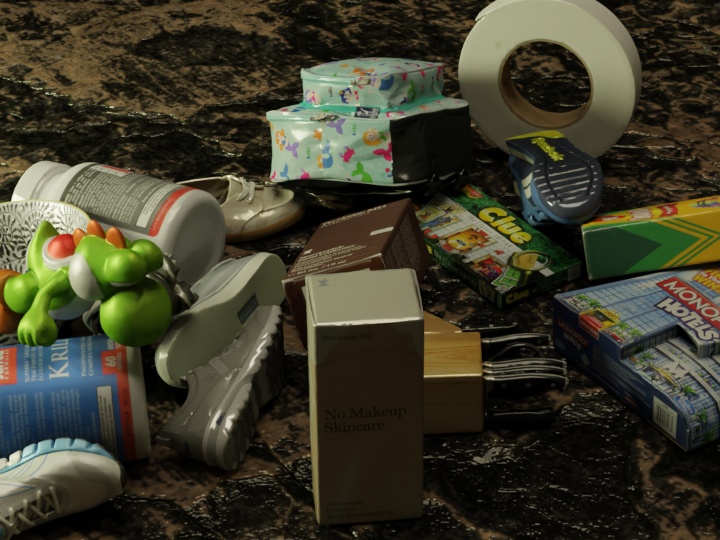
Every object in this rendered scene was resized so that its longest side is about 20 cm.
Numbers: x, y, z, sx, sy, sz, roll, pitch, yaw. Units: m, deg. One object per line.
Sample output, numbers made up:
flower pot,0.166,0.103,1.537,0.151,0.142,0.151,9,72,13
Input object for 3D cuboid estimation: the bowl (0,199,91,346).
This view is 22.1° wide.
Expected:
bowl,-0.339,0.023,1.752,0.199,0.095,0.201,-8,31,5

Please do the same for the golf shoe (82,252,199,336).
golf shoe,-0.229,0.029,1.716,0.088,0.077,0.200,-41,12,-23

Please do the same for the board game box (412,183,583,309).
board game box,0.126,-0.028,1.882,0.104,0.024,0.200,-19,35,-28

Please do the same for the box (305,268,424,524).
box,0.004,0.104,1.510,0.094,0.201,0.078,-4,32,-4

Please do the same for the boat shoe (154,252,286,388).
boat shoe,-0.144,0.048,1.748,0.071,0.070,0.201,-3,28,34

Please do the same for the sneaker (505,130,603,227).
sneaker,0.201,-0.079,1.878,0.073,0.083,0.200,-7,22,-6

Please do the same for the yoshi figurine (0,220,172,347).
yoshi figurine,-0.229,0.028,1.568,0.199,0.112,0.113,-11,53,48

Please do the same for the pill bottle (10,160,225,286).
pill bottle,-0.244,-0.043,1.841,0.199,0.117,0.116,16,36,26

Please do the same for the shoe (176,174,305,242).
shoe,-0.155,-0.066,1.929,0.198,0.054,0.070,-7,32,-6

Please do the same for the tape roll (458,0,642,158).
tape roll,0.204,-0.209,1.994,0.201,0.204,0.037,10,34,18

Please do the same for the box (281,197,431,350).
box,0.000,0.000,1.732,0.099,0.075,0.200,-16,12,13

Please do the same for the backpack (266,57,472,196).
backpack,0.000,-0.147,1.948,0.199,0.152,0.177,-5,7,29

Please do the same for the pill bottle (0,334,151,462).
pill bottle,-0.284,0.118,1.590,0.198,0.113,0.112,-7,32,-7

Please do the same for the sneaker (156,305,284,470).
sneaker,-0.121,0.093,1.653,0.081,0.075,0.200,8,34,14

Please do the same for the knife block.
knife block,0.077,0.106,1.629,0.175,0.064,0.199,25,41,38

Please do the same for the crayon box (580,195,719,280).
crayon box,0.314,-0.037,1.785,0.198,0.051,0.127,-8,6,7

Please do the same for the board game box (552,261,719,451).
board game box,0.313,0.060,1.691,0.199,0.062,0.200,-20,36,-25

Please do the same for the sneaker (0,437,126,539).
sneaker,-0.290,0.197,1.518,0.198,0.075,0.087,-10,40,1
